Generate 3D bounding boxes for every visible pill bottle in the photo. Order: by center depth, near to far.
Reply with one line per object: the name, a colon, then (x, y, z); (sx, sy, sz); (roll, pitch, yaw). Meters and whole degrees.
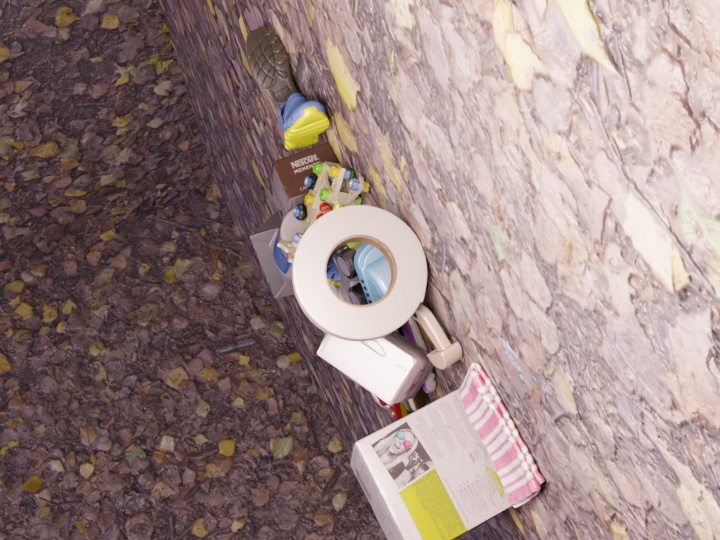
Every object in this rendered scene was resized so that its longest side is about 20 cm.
pill bottle: (-0.110, -0.044, 1.684); (0.113, 0.112, 0.200); (65, 162, 9)

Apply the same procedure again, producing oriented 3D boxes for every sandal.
sandal: (-0.107, -0.269, 1.532); (0.200, 0.079, 0.088); (170, 85, -76)
sandal: (0.081, 0.128, 1.547); (0.082, 0.050, 0.204); (-169, 57, -77)
sandal: (-0.044, -0.020, 1.791); (0.200, 0.079, 0.088); (34, 119, 56)

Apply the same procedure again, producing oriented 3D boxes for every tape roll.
tape roll: (-0.001, 0.004, 1.292); (0.037, 0.202, 0.204); (119, 126, -78)

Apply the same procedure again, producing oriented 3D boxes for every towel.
towel: (0.198, 0.241, 1.281); (0.147, 0.030, 0.201); (94, 151, -66)

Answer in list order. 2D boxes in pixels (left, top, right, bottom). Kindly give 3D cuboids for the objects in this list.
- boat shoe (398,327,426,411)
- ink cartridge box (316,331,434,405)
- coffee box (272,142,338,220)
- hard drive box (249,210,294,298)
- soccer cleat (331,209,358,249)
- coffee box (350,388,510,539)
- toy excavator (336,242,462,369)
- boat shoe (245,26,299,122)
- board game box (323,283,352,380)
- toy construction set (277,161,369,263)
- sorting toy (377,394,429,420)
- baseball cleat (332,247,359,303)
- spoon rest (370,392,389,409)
boat shoe: (0.063, 0.165, 1.614); (0.072, 0.066, 0.202); (-19, -90, -62)
ink cartridge box: (0.031, 0.139, 1.419); (0.144, 0.085, 0.200); (33, -178, 15)
coffee box: (-0.101, -0.156, 1.668); (0.200, 0.114, 0.080); (115, 132, -74)
hard drive box: (-0.157, -0.051, 2.001); (0.200, 0.076, 0.157); (-53, -54, -63)
soccer cleat: (-0.006, -0.051, 1.565); (0.200, 0.067, 0.081); (56, 171, 36)
coffee box: (0.116, 0.344, 1.441); (0.201, 0.197, 0.200); (61, 167, 17)
toy excavator: (0.067, 0.046, 1.368); (0.200, 0.100, 0.195); (26, 141, 60)
boat shoe: (-0.161, -0.354, 1.650); (0.074, 0.075, 0.201); (-162, 50, -80)
board game box: (-0.041, 0.126, 1.763); (0.201, 0.041, 0.199); (64, 170, -1)
toy construction set: (-0.067, -0.103, 1.501); (0.092, 0.200, 0.131); (22, -156, -37)
sorting toy: (0.061, 0.210, 1.761); (0.200, 0.069, 0.200); (70, 168, -19)
baseball cleat: (0.000, 0.000, 1.656); (0.070, 0.106, 0.201); (26, -129, -45)
spoon rest: (0.032, 0.223, 1.954); (0.201, 0.060, 0.099); (63, 168, 16)
